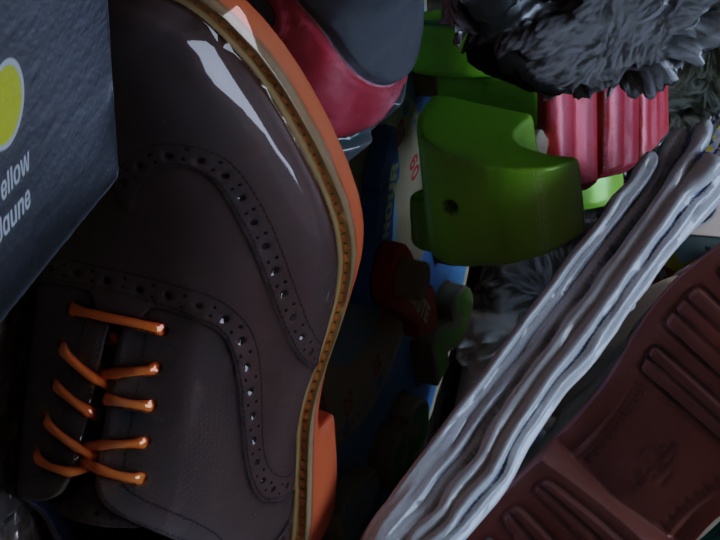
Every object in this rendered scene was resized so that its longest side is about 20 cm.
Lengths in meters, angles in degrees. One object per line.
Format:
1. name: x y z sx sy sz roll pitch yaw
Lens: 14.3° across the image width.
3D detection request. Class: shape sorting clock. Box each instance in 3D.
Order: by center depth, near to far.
1. shape sorting clock: 0.000 0.000 0.828 0.200 0.039 0.200 9 90 -73

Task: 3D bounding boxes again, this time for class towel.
1. towel: 0.041 0.041 0.804 0.147 0.024 0.200 -52 175 -13

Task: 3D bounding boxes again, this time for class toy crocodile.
1. toy crocodile: 0.057 -0.045 0.827 0.200 0.062 0.068 -30 121 -66

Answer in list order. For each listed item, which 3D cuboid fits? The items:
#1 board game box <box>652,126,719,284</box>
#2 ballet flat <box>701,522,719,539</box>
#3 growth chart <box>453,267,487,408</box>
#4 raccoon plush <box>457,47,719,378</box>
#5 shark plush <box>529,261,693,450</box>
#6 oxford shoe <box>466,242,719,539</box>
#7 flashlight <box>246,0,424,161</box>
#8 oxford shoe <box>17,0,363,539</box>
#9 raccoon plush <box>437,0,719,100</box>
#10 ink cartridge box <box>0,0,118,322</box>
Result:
1. board game box: 0.183 0.031 1.070 0.105 0.103 0.200 -49 125 -30
2. ballet flat: 0.117 0.024 1.159 0.063 0.069 0.200 146 -51 -69
3. growth chart: 0.065 0.049 1.098 0.200 0.018 0.145 58 44 -65
4. raccoon plush: 0.080 -0.058 1.005 0.200 0.097 0.134 -55 173 1
5. shark plush: 0.128 0.035 0.995 0.083 0.200 0.091 43 32 -14
6. oxford shoe: 0.103 0.031 0.824 0.200 0.071 0.074 -41 -177 18
7. flashlight: 0.020 -0.088 0.619 0.200 0.068 0.068 -40 -146 45
8. oxford shoe: -0.043 0.019 0.652 0.073 0.071 0.200 -57 151 -42
9. raccoon plush: 0.073 -0.112 0.750 0.134 0.200 0.097 -120 -148 -59
10. ink cartridge box: -0.099 -0.057 0.477 0.198 0.047 0.200 -56 152 -52
